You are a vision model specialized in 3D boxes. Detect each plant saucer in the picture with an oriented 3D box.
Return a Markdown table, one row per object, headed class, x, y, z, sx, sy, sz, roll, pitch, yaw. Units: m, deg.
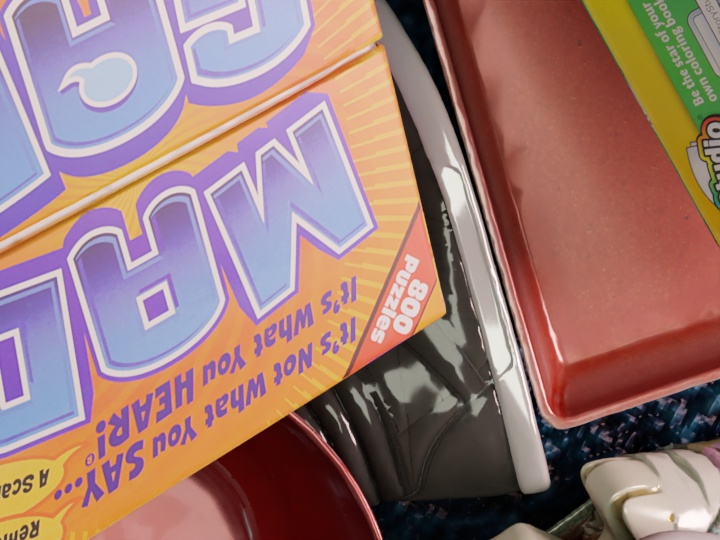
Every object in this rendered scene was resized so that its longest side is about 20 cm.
| class | x | y | z | sx | sy | sz | roll | pitch | yaw |
| --- | --- | --- | --- | --- | --- | --- | --- | --- | --- |
| plant saucer | 0.133 | -0.064 | 0.898 | 0.199 | 0.037 | 0.201 | -17 | 96 | -9 |

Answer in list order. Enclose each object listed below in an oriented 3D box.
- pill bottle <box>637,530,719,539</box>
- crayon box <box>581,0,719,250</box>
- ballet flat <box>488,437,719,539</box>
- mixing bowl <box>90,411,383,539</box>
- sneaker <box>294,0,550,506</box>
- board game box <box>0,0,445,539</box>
| class | x | y | z | sx | sy | sz | roll | pitch | yaw |
| --- | --- | --- | --- | --- | --- | --- | --- | --- | --- |
| pill bottle | 0.101 | 0.201 | 0.844 | 0.109 | 0.109 | 0.200 | 22 | 113 | -6 |
| crayon box | 0.151 | -0.095 | 0.825 | 0.119 | 0.058 | 0.200 | -26 | 100 | 27 |
| ballet flat | 0.085 | 0.115 | 0.897 | 0.200 | 0.069 | 0.071 | -35 | 126 | -2 |
| mixing bowl | -0.088 | 0.120 | 0.876 | 0.199 | 0.108 | 0.201 | 0 | 97 | -3 |
| sneaker | 0.000 | 0.000 | 0.889 | 0.099 | 0.071 | 0.201 | -16 | 94 | 3 |
| board game box | -0.127 | -0.049 | 0.750 | 0.200 | 0.200 | 0.201 | -31 | 120 | -30 |
